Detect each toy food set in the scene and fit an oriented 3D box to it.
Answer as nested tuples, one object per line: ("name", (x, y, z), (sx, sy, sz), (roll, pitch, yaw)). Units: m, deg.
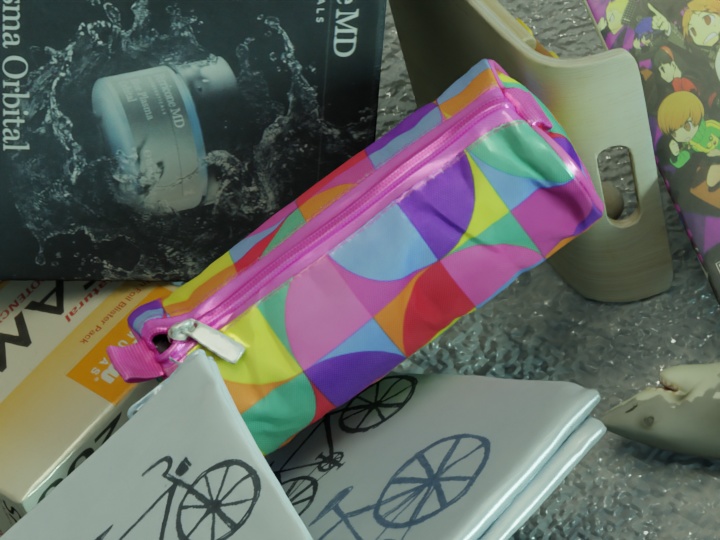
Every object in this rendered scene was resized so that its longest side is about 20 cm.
("toy food set", (0.073, -0.094, 1.040), (0.060, 0.144, 0.200), (-29, 47, -11))

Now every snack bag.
("snack bag", (-0.022, 0.108, 0.911), (0.189, 0.021, 0.200), (-46, 26, -25))
("snack bag", (-0.091, 0.145, 0.827), (0.189, 0.021, 0.200), (-43, 39, 6))

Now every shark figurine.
("shark figurine", (0.202, 0.063, 0.891), (0.128, 0.214, 0.090), (-4, 82, -26))

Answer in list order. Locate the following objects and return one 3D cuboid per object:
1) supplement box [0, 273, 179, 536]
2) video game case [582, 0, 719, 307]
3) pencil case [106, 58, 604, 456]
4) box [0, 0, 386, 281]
("supplement box", (-0.166, 0.041, 1.035), (0.200, 0.074, 0.126), (25, 59, 33))
("video game case", (0.215, -0.085, 0.972), (0.199, 0.036, 0.182), (-25, 73, 12))
("pencil case", (0.000, 0.000, 0.928), (0.200, 0.088, 0.088), (-36, 47, 1))
("box", (-0.093, -0.106, 0.991), (0.199, 0.197, 0.118), (0, 30, -7))
